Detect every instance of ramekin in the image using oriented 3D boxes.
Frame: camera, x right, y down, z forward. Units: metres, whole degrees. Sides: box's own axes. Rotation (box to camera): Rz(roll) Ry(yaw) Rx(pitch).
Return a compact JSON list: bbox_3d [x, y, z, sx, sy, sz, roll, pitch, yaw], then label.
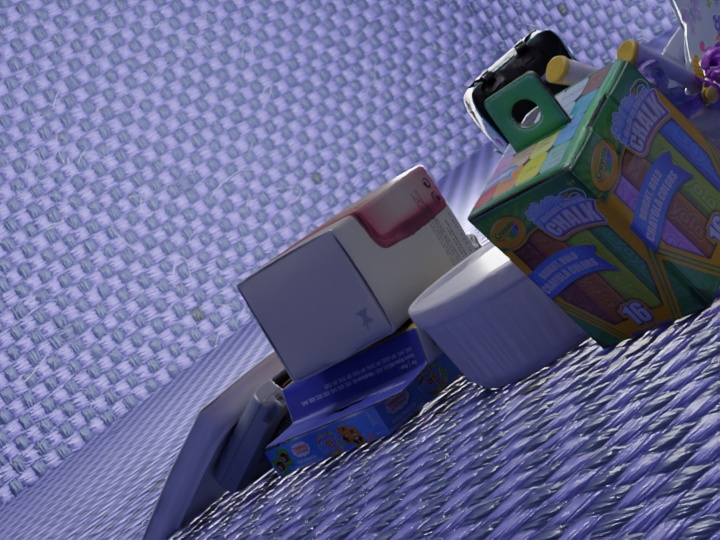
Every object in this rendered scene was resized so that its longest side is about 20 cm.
[{"bbox_3d":[0.146,0.018,1.475,0.202,0.094,0.202,-34,5,4],"label":"ramekin"}]

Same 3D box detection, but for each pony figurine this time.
[{"bbox_3d":[0.274,-0.130,1.381,0.199,0.168,0.193,11,-6,-26],"label":"pony figurine"}]

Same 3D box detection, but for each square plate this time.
[{"bbox_3d":[-0.135,0.177,1.770,0.198,0.028,0.201,-37,-22,-54],"label":"square plate"}]

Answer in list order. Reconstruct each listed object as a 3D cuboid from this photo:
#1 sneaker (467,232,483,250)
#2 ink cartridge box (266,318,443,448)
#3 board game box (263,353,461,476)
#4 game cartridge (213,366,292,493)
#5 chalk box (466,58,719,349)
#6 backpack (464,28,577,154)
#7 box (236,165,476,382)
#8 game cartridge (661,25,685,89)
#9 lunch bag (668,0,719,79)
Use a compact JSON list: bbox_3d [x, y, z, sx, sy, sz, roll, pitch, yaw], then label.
[{"bbox_3d":[0.122,0.006,1.792,0.200,0.089,0.077,-35,5,-8],"label":"sneaker"},{"bbox_3d":[0.020,0.077,1.614,0.197,0.047,0.200,-27,5,44],"label":"ink cartridge box"},{"bbox_3d":[0.014,0.125,1.659,0.151,0.037,0.200,-37,6,-37],"label":"board game box"},{"bbox_3d":[-0.075,0.142,1.762,0.133,0.041,0.200,-58,-12,32],"label":"game cartridge"},{"bbox_3d":[0.174,-0.062,1.292,0.124,0.200,0.124,-29,25,53],"label":"chalk box"},{"bbox_3d":[0.271,-0.235,2.593,0.176,0.200,0.153,-41,-1,-3],"label":"backpack"},{"bbox_3d":[0.000,0.000,1.617,0.128,0.109,0.200,-29,4,33],"label":"box"},{"bbox_3d":[0.367,-0.212,2.012,0.133,0.041,0.200,-50,-20,-27],"label":"game cartridge"},{"bbox_3d":[0.387,-0.252,1.496,0.199,0.128,0.170,-10,-10,-14],"label":"lunch bag"}]
